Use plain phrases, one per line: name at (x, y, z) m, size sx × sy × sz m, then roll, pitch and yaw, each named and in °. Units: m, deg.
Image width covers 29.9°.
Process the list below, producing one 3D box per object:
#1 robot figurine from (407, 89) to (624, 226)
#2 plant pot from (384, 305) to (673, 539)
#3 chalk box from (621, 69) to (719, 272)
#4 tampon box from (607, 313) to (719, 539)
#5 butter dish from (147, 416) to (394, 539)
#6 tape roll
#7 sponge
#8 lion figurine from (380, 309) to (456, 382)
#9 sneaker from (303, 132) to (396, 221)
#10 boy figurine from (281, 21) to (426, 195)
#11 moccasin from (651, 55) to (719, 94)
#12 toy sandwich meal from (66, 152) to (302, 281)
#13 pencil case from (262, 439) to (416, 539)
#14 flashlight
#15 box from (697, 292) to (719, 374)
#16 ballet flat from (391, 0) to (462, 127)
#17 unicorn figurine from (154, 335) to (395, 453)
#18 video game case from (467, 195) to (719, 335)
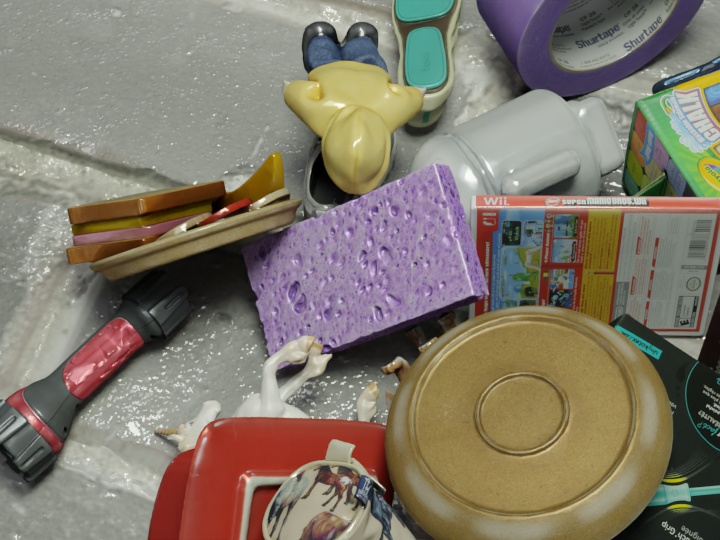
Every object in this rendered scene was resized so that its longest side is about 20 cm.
robot figurine at (0.123, -0.079, 1.144) m, size 0.199 × 0.170 × 0.114 m, roll -26°, pitch 96°, yaw -13°
plant pot at (0.111, 0.102, 0.919) m, size 0.198 × 0.028 × 0.201 m, roll -8°, pitch 53°, yaw 11°
chalk box at (0.301, -0.082, 1.144) m, size 0.199 × 0.125 × 0.124 m, roll -20°, pitch 60°, yaw -9°
tampon box at (0.185, 0.165, 0.983) m, size 0.149 × 0.126 × 0.201 m, roll 33°, pitch 65°, yaw -2°
butter dish at (-0.087, 0.199, 0.981) m, size 0.147 × 0.199 × 0.201 m, roll 6°, pitch 89°, yaw 44°
tape roll at (0.209, -0.256, 1.207) m, size 0.199 × 0.200 × 0.085 m, roll -23°, pitch 60°, yaw -10°
sponge at (0.000, 0.000, 1.095) m, size 0.199 × 0.030 × 0.112 m, roll -22°, pitch 76°, yaw 29°
lion figurine at (0.075, 0.104, 1.051) m, size 0.072 × 0.200 × 0.123 m, roll -31°, pitch 95°, yaw 23°
sneaker at (-0.008, -0.104, 1.199) m, size 0.074 × 0.082 × 0.201 m, roll 3°, pitch 58°, yaw 5°
boy figurine at (-0.003, -0.141, 1.141) m, size 0.123 × 0.065 × 0.201 m, roll -2°, pitch 40°, yaw -9°
moccasin at (0.356, -0.198, 1.231) m, size 0.199 × 0.081 × 0.068 m, roll -32°, pitch 74°, yaw -15°
toy sandwich meal at (-0.146, -0.047, 1.126) m, size 0.204 × 0.205 × 0.071 m, roll -18°, pitch 93°, yaw -7°
pencil case at (0.018, 0.209, 0.928) m, size 0.078 × 0.200 × 0.090 m, roll 14°, pitch 59°, yaw 48°
flashlight at (-0.222, 0.082, 1.114) m, size 0.068 × 0.068 × 0.200 m, roll 37°, pitch 69°, yaw 23°
box at (0.390, 0.050, 1.036) m, size 0.199 × 0.166 × 0.164 m, roll 34°, pitch 68°, yaw 21°
ballet flat at (0.063, -0.217, 1.274) m, size 0.069 × 0.070 × 0.201 m, roll 4°, pitch 54°, yaw 6°
unicorn figurine at (-0.057, 0.124, 1.068) m, size 0.199 × 0.074 × 0.138 m, roll 34°, pitch 84°, yaw 12°
video game case at (0.187, -0.002, 1.094) m, size 0.198 × 0.144 × 0.018 m, roll 1°, pitch 44°, yaw 4°
